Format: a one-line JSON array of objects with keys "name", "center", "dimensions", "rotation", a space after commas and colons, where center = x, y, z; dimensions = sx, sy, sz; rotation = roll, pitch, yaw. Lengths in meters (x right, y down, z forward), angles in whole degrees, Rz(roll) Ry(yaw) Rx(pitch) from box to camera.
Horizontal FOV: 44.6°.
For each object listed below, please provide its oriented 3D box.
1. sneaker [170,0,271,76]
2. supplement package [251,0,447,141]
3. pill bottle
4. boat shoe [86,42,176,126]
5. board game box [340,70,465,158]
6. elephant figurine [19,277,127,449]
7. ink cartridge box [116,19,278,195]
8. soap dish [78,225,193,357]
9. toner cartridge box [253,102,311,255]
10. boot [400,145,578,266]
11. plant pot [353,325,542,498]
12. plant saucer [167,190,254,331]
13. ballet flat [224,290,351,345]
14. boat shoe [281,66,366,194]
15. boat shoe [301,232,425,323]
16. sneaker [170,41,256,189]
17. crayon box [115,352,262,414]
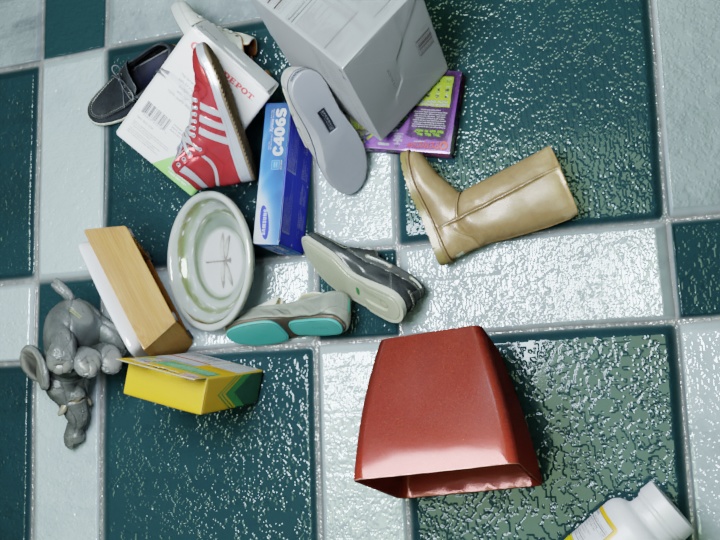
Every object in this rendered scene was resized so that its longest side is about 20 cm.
[{"name": "sneaker", "center": [-0.209, -0.349, 1.351], "dimensions": [0.084, 0.073, 0.201], "rotation": [-40, 83, 6]}, {"name": "supplement package", "center": [-0.013, -0.324, 1.187], "dimensions": [0.147, 0.191, 0.200], "rotation": [-46, 65, -3]}, {"name": "pill bottle", "center": [0.301, 0.348, 1.057], "dimensions": [0.200, 0.104, 0.105], "rotation": [-44, 72, 8]}, {"name": "boat shoe", "center": [-0.362, -0.300, 1.396], "dimensions": [0.198, 0.062, 0.076], "rotation": [-28, 76, 14]}, {"name": "board game box", "center": [0.046, -0.230, 1.266], "dimensions": [0.197, 0.032, 0.122], "rotation": [8, 81, 20]}, {"name": "elephant figurine", "center": [-0.444, 0.146, 1.326], "dimensions": [0.200, 0.140, 0.157], "rotation": [-45, 30, 41]}, {"name": "ink cartridge box", "center": [-0.236, -0.238, 1.282], "dimensions": [0.145, 0.084, 0.200], "rotation": [39, 111, -10]}, {"name": "soap dish", "center": [-0.326, 0.040, 1.292], "dimensions": [0.080, 0.158, 0.202], "rotation": [-29, 74, -8]}, {"name": "toner cartridge box", "center": [-0.109, -0.130, 1.269], "dimensions": [0.042, 0.095, 0.204], "rotation": [2, 82, 19]}, {"name": "boot", "center": [0.171, -0.118, 1.191], "dimensions": [0.197, 0.066, 0.178], "rotation": [-24, 89, 15]}, {"name": "plant pot", "center": [0.110, 0.179, 1.109], "dimensions": [0.197, 0.200, 0.179], "rotation": [-9, 68, 17]}, {"name": "plant saucer", "center": [-0.209, -0.014, 1.289], "dimensions": [0.198, 0.050, 0.204], "rotation": [0, 90, 43]}, {"name": "ballet flat", "center": [-0.102, 0.065, 1.262], "dimensions": [0.197, 0.068, 0.065], "rotation": [-7, 51, 23]}, {"name": "boat shoe", "center": [-0.055, -0.198, 1.236], "dimensions": [0.071, 0.201, 0.070], "rotation": [-38, 35, -9]}, {"name": "boat shoe", "center": [0.000, 0.000, 1.240], "dimensions": [0.198, 0.072, 0.068], "rotation": [31, 56, 27]}, {"name": "sneaker", "center": [-0.223, -0.203, 1.208], "dimensions": [0.111, 0.072, 0.203], "rotation": [-13, 116, 5]}, {"name": "crayon box", "center": [-0.235, 0.154, 1.214], "dimensions": [0.124, 0.200, 0.053], "rotation": [11, 90, 20]}]
